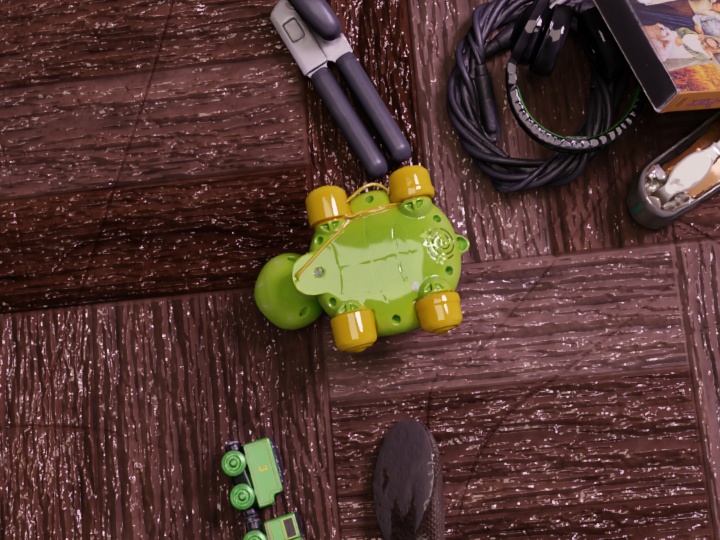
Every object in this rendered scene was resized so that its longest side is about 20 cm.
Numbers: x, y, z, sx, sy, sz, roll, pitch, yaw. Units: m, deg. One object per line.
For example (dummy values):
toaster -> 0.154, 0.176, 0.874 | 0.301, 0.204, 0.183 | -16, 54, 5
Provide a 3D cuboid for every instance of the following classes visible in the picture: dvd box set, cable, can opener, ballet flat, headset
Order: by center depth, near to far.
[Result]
dvd box set -> 0.289, -0.205, 0.870 | 0.198, 0.029, 0.148 | -9, 67, -36
ballet flat -> 0.051, 0.233, 0.895 | 0.067, 0.046, 0.203 | -15, 71, 34
headset -> 0.190, -0.204, 0.906 | 0.121, 0.094, 0.203 | 1, 90, 4
ballet flat -> 0.326, -0.109, 0.913 | 0.199, 0.064, 0.068 | -37, 79, -2
cable -> 0.159, -0.169, 0.945 | 0.161, 0.051, 0.202 | 23, 84, 9
can opener -> -0.022, -0.183, 0.956 | 0.053, 0.067, 0.202 | -31, 79, 0

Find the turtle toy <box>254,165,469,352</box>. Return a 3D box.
turtle toy -> 0.000, 0.000, 0.905 | 0.197, 0.101, 0.148 | -13, 80, 3

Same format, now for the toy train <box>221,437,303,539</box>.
toy train -> -0.075, 0.245, 0.904 | 0.056, 0.042, 0.203 | -16, 79, -8
